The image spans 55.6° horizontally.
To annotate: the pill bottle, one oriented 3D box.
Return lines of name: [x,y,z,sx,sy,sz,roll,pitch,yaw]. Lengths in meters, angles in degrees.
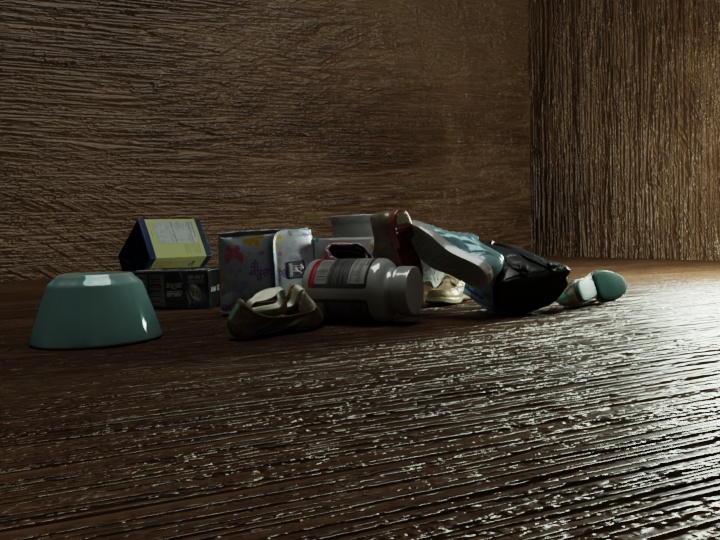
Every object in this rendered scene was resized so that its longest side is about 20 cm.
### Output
pill bottle: [0.005,0.034,1.194,0.198,0.112,0.110,0,3,28]

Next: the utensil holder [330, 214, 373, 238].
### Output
utensil holder: [0.010,-0.038,1.716,0.167,0.203,0.170,-1,4,0]

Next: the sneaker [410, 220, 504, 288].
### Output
sneaker: [0.171,-0.040,1.240,0.199,0.075,0.082,35,51,27]

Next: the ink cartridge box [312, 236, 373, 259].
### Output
ink cartridge box: [0.000,0.000,1.506,0.197,0.148,0.146,-3,3,-24]

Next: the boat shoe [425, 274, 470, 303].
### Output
boat shoe: [0.198,0.033,1.497,0.073,0.070,0.199,1,5,30]

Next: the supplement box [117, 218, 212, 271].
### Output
supplement box: [-0.584,-0.044,2.037,0.198,0.136,0.200,-4,-28,-41]

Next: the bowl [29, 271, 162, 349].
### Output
bowl: [-0.417,0.057,1.081,0.198,0.107,0.201,-1,3,0]

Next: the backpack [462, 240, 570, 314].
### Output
backpack: [0.274,0.011,1.311,0.161,0.155,0.200,-10,35,-24]

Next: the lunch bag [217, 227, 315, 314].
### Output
lunch bag: [-0.189,-0.001,1.402,0.197,0.172,0.127,-1,2,-7]

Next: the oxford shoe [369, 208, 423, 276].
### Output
oxford shoe: [0.065,-0.015,1.256,0.074,0.203,0.070,3,19,38]

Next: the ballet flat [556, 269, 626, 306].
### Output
ballet flat: [0.456,0.039,1.375,0.198,0.069,0.075,-7,-10,-42]

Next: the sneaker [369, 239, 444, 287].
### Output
sneaker: [0.092,-0.031,1.381,0.145,0.081,0.200,28,8,20]

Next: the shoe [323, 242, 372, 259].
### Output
shoe: [0.019,0.013,1.295,0.198,0.072,0.092,19,-37,7]

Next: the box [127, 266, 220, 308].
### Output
box: [-0.416,0.038,1.601,0.197,0.087,0.164,-2,3,9]

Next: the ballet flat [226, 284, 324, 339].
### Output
ballet flat: [-0.126,0.059,1.094,0.198,0.073,0.068,-4,28,-45]
